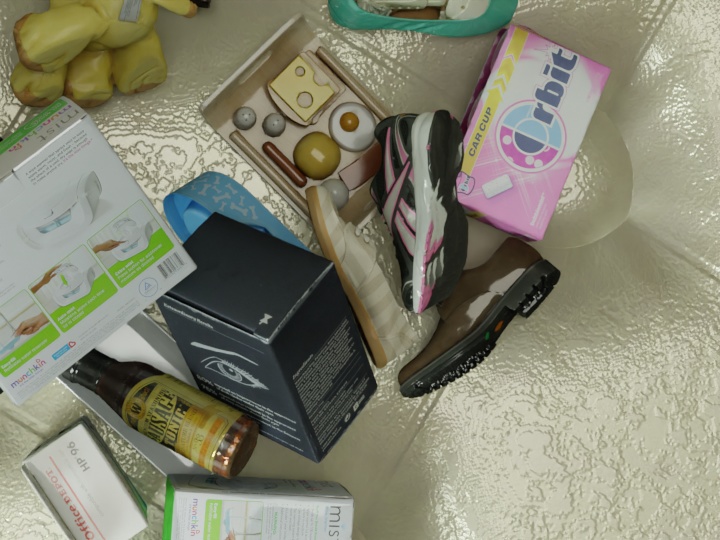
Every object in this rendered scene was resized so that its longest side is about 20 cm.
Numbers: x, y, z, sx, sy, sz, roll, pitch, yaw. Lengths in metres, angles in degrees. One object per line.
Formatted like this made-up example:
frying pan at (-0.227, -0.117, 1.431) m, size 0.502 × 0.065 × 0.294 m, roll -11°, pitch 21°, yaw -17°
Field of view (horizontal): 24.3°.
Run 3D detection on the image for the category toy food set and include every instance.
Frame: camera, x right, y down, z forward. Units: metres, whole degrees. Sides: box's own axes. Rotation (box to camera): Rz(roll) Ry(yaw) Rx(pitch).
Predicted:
toy food set at (-0.042, -0.140, 1.672) m, size 0.200 × 0.060 × 0.144 m, roll 45°, pitch 84°, yaw -5°

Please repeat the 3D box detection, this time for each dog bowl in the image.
dog bowl at (-0.104, -0.018, 1.639) m, size 0.200 × 0.111 × 0.050 m, roll 43°, pitch 66°, yaw -4°

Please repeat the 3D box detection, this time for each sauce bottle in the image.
sauce bottle at (-0.195, 0.130, 1.599) m, size 0.200 × 0.066 × 0.066 m, roll 24°, pitch 85°, yaw 15°

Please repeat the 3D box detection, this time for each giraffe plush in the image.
giraffe plush at (-0.267, -0.273, 1.606) m, size 0.172 × 0.200 × 0.162 m, roll -6°, pitch 62°, yaw -38°

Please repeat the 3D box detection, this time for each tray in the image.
tray at (-0.207, 0.121, 1.662) m, size 0.200 × 0.022 × 0.107 m, roll 43°, pitch 83°, yaw -4°

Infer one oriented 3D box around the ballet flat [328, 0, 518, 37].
ballet flat at (0.068, -0.273, 1.683) m, size 0.199 × 0.070 × 0.068 m, roll -2°, pitch 75°, yaw -8°

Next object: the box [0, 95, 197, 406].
box at (-0.277, -0.018, 1.446) m, size 0.200 × 0.097 × 0.177 m, roll -39°, pitch 117°, yaw -9°

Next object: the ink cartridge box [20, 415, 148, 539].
ink cartridge box at (-0.255, 0.204, 1.563) m, size 0.068 × 0.200 × 0.116 m, roll -34°, pitch 93°, yaw -7°

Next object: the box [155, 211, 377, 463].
box at (-0.087, 0.064, 1.561) m, size 0.148 × 0.200 × 0.104 m, roll 24°, pitch 60°, yaw 30°

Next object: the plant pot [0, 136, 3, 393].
plant pot at (-0.356, 0.000, 1.570) m, size 0.200 × 0.199 × 0.177 m, roll -45°, pitch 107°, yaw -6°

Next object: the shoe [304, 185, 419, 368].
shoe at (0.000, 0.000, 1.637) m, size 0.053 × 0.070 × 0.200 m, roll -24°, pitch 112°, yaw 0°

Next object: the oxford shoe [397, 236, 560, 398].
oxford shoe at (0.104, 0.047, 1.692) m, size 0.200 × 0.073 × 0.084 m, roll -44°, pitch 70°, yaw -4°

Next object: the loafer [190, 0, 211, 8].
loafer at (-0.134, -0.348, 1.666) m, size 0.071 × 0.073 × 0.200 m, roll 30°, pitch 93°, yaw -11°

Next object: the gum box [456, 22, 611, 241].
gum box at (0.164, -0.143, 1.696) m, size 0.113 × 0.066 × 0.200 m, roll 23°, pitch 86°, yaw -7°

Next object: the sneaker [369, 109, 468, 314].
sneaker at (0.052, -0.061, 1.636) m, size 0.086 × 0.080 × 0.201 m, roll 10°, pitch 104°, yaw 35°

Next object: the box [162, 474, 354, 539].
box at (-0.104, 0.305, 1.615) m, size 0.176 × 0.097 × 0.201 m, roll 3°, pitch 92°, yaw -12°
